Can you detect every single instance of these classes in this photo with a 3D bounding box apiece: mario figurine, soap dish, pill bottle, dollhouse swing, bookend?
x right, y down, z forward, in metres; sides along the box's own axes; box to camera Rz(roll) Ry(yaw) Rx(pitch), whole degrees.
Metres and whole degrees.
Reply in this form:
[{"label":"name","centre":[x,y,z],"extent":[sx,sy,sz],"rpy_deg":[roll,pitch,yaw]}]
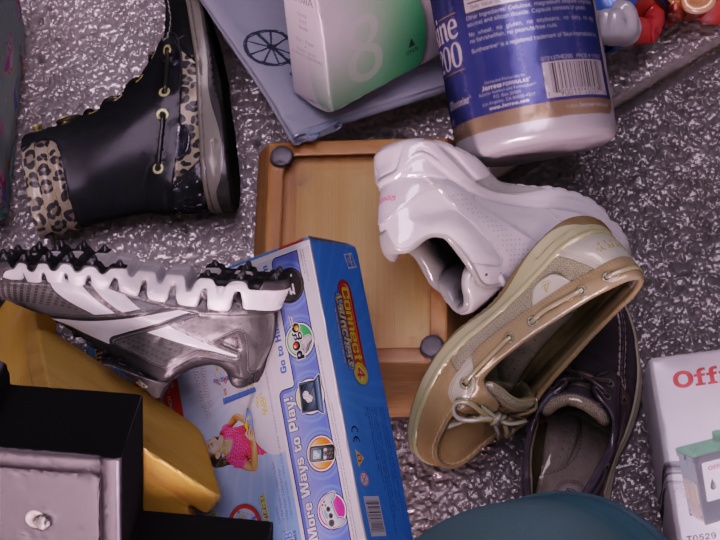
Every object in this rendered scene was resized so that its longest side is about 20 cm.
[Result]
[{"label":"mario figurine","centre":[0.184,-0.209,1.539],"extent":[0.199,0.106,0.124],"rpy_deg":[-28,67,-4]},{"label":"soap dish","centre":[0.000,0.000,1.481],"extent":[0.156,0.081,0.201],"rpy_deg":[-1,68,5]},{"label":"pill bottle","centre":[0.103,-0.177,1.442],"extent":[0.110,0.111,0.202],"rpy_deg":[-9,85,2]},{"label":"dollhouse swing","centre":[-0.201,0.138,1.420],"extent":[0.181,0.176,0.200],"rpy_deg":[33,110,-10]},{"label":"bookend","centre":[-0.136,0.168,1.279],"extent":[0.198,0.200,0.092],"rpy_deg":[5,26,2]}]

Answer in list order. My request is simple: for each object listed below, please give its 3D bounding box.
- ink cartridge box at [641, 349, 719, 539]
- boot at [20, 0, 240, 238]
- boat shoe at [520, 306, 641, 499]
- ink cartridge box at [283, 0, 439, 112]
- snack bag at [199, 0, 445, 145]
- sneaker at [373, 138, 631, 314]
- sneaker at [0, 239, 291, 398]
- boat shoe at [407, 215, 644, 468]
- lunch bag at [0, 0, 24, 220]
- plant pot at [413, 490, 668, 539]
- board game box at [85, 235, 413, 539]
[{"label":"ink cartridge box","centre":[0.267,0.150,1.387],"extent":[0.145,0.084,0.201],"rpy_deg":[-8,67,2]},{"label":"boot","centre":[-0.173,-0.122,1.558],"extent":[0.153,0.074,0.205],"rpy_deg":[-12,65,4]},{"label":"boat shoe","centre":[0.146,0.098,1.432],"extent":[0.071,0.065,0.201],"rpy_deg":[10,68,12]},{"label":"ink cartridge box","centre":[0.015,-0.230,1.463],"extent":[0.160,0.201,0.050],"rpy_deg":[-30,42,-33]},{"label":"snack bag","centre":[-0.018,-0.185,1.556],"extent":[0.188,0.021,0.201],"rpy_deg":[-20,62,-30]},{"label":"sneaker","centre":[0.090,-0.011,1.425],"extent":[0.199,0.078,0.100],"rpy_deg":[18,69,-22]},{"label":"sneaker","centre":[-0.145,0.034,1.338],"extent":[0.198,0.066,0.091],"rpy_deg":[6,101,4]},{"label":"boat shoe","centre":[0.106,0.058,1.393],"extent":[0.201,0.073,0.063],"rpy_deg":[-50,46,15]},{"label":"lunch bag","centre":[-0.289,-0.138,1.532],"extent":[0.076,0.161,0.201],"rpy_deg":[1,61,1]},{"label":"plant pot","centre":[0.085,0.231,1.277],"extent":[0.199,0.188,0.202],"rpy_deg":[-4,82,28]},{"label":"board game box","centre":[-0.076,0.103,1.390],"extent":[0.195,0.056,0.202],"rpy_deg":[-19,75,32]}]
